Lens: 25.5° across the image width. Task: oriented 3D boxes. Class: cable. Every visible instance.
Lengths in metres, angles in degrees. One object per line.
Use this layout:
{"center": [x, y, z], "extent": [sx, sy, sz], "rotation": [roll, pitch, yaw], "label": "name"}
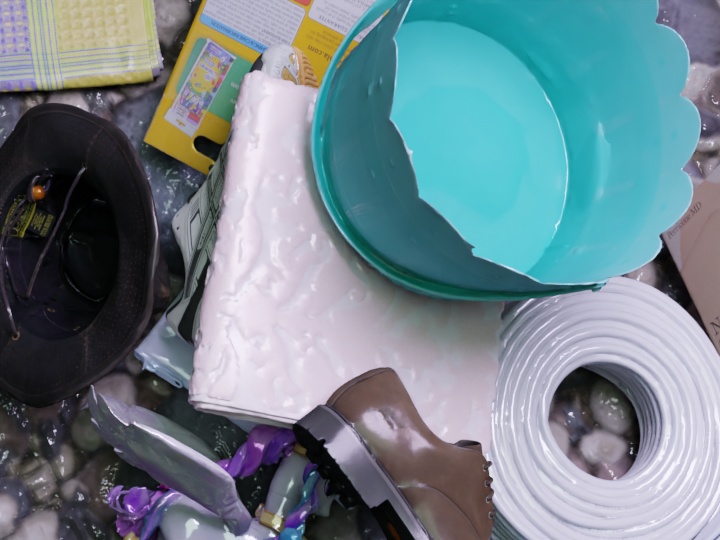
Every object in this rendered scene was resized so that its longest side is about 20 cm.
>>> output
{"center": [0.149, 0.101, 1.037], "extent": [0.198, 0.069, 0.202], "rotation": [-14, 81, -16], "label": "cable"}

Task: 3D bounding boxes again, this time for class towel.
{"center": [0.000, 0.000, 0.950], "extent": [0.189, 0.032, 0.203], "rotation": [14, 74, -21], "label": "towel"}
{"center": [-0.236, -0.188, 1.095], "extent": [0.197, 0.023, 0.145], "rotation": [-7, 76, -10], "label": "towel"}

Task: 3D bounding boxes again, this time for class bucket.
{"center": [0.077, -0.080, 0.907], "extent": [0.205, 0.135, 0.210], "rotation": [5, 77, -23], "label": "bucket"}

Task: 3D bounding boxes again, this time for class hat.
{"center": [-0.172, -0.004, 1.005], "extent": [0.081, 0.199, 0.203], "rotation": [17, 66, -49], "label": "hat"}

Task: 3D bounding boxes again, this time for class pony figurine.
{"center": [-0.096, 0.156, 0.965], "extent": [0.191, 0.166, 0.202], "rotation": [22, 87, -8], "label": "pony figurine"}

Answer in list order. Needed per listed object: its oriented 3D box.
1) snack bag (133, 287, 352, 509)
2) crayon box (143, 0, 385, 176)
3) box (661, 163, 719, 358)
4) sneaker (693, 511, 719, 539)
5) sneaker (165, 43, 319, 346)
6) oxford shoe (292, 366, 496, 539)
{"center": [-0.022, 0.035, 1.064], "extent": [0.188, 0.021, 0.201], "rotation": [34, 71, 3], "label": "snack bag"}
{"center": [-0.047, -0.150, 1.054], "extent": [0.125, 0.052, 0.202], "rotation": [28, 100, 15], "label": "crayon box"}
{"center": [0.285, 0.028, 1.044], "extent": [0.077, 0.095, 0.202], "rotation": [-4, 59, -32], "label": "box"}
{"center": [0.201, 0.234, 0.983], "extent": [0.073, 0.071, 0.201], "rotation": [31, 96, -20], "label": "sneaker"}
{"center": [-0.081, -0.045, 1.006], "extent": [0.087, 0.075, 0.203], "rotation": [8, 87, 33], "label": "sneaker"}
{"center": [0.053, 0.141, 0.898], "extent": [0.084, 0.073, 0.201], "rotation": [-39, 102, -19], "label": "oxford shoe"}
